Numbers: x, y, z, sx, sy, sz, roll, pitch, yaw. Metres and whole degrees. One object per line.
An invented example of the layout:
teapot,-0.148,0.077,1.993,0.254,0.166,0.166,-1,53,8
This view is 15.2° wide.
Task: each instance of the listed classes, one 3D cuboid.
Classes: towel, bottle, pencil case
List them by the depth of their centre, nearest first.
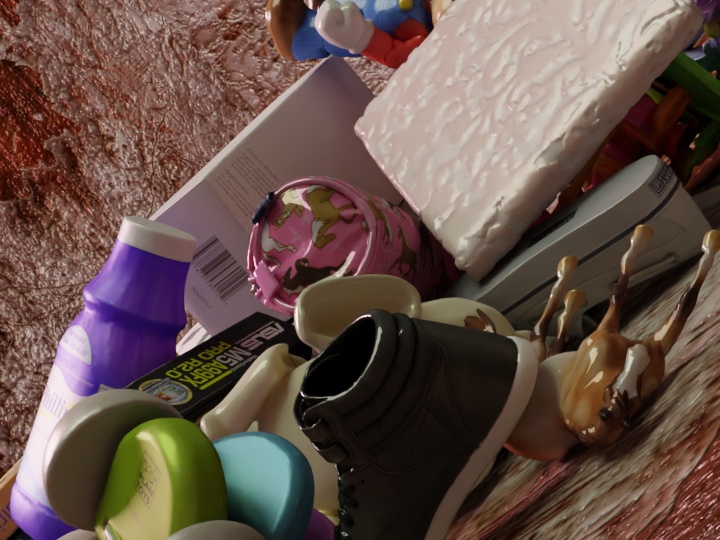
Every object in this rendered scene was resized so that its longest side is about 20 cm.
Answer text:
towel,0.095,-0.112,1.592,0.200,0.032,0.191,-50,34,9
pencil case,0.000,0.000,1.597,0.200,0.086,0.083,24,-100,-69
bottle,-0.150,0.068,1.615,0.083,0.065,0.201,29,102,57

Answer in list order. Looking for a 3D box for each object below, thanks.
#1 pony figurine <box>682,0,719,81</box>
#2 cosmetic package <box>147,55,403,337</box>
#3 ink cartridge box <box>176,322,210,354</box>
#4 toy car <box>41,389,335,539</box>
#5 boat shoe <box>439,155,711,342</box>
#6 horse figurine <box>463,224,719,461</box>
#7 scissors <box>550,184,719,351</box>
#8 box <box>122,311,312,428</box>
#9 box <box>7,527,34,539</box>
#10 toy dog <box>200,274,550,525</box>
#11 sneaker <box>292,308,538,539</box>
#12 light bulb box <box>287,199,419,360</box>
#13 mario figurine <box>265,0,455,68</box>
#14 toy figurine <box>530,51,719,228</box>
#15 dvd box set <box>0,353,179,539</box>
pony figurine,0.255,-0.180,1.674,0.193,0.167,0.200,-34,-11,-23
cosmetic package,-0.047,-0.046,1.747,0.085,0.108,0.200,-36,6,37
ink cartridge box,-0.067,0.091,2.047,0.085,0.146,0.200,-46,4,-10
toy car,-0.081,0.164,1.398,0.149,0.175,0.201,-5,-57,-27
boat shoe,0.116,0.007,1.547,0.200,0.066,0.072,-35,14,30
horse figurine,0.106,0.046,1.335,0.200,0.050,0.133,-23,38,57
scissors,0.144,-0.018,1.573,0.200,0.073,0.014,-43,-22,22
box,-0.099,0.143,1.626,0.160,0.044,0.201,-30,-45,-56
box,-0.179,0.225,1.784,0.107,0.148,0.200,-41,6,46
toy dog,-0.004,0.088,1.531,0.194,0.140,0.200,-30,-6,-41
sneaker,-0.002,0.103,1.324,0.201,0.099,0.071,-61,19,15
light bulb box,-0.020,0.084,1.791,0.198,0.125,0.200,-41,4,37
mario figurine,0.041,-0.178,1.732,0.199,0.106,0.124,7,65,30
toy figurine,0.140,-0.049,1.673,0.184,0.150,0.200,-54,-18,-1
dvd box set,-0.208,0.128,1.785,0.200,0.029,0.146,-46,4,-18
